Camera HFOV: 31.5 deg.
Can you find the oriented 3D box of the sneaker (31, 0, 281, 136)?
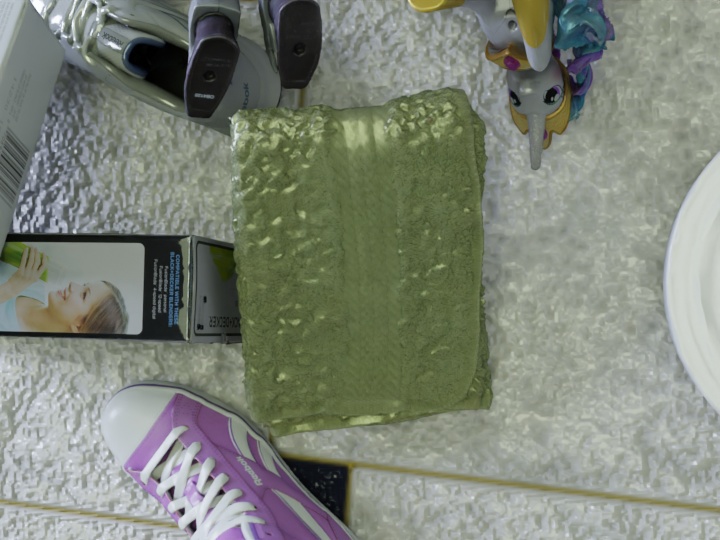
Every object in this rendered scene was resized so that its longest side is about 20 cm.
[{"bbox_3d":[-0.143,-0.144,0.762,0.199,0.087,0.075,25,101,13],"label":"sneaker"}]

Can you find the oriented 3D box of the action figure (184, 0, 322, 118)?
[{"bbox_3d":[-0.077,-0.178,0.726,0.129,0.070,0.201,-6,48,-9],"label":"action figure"}]

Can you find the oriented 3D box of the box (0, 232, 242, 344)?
[{"bbox_3d":[-0.173,0.011,0.754,0.199,0.117,0.061,1,87,13],"label":"box"}]

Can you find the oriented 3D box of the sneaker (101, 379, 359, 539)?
[{"bbox_3d":[-0.081,0.134,0.733,0.200,0.114,0.073,35,98,11],"label":"sneaker"}]

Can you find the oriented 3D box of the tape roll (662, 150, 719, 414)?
[{"bbox_3d":[0.264,0.006,0.684,0.201,0.071,0.204,0,89,13],"label":"tape roll"}]

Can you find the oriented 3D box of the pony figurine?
[{"bbox_3d":[0.081,-0.173,0.682,0.165,0.200,0.194,-3,73,18],"label":"pony figurine"}]

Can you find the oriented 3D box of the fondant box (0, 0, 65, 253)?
[{"bbox_3d":[-0.283,-0.085,0.717,0.199,0.058,0.145,7,69,14],"label":"fondant box"}]

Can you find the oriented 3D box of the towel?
[{"bbox_3d":[0.000,0.000,0.718,0.147,0.037,0.201,-6,113,-3],"label":"towel"}]
